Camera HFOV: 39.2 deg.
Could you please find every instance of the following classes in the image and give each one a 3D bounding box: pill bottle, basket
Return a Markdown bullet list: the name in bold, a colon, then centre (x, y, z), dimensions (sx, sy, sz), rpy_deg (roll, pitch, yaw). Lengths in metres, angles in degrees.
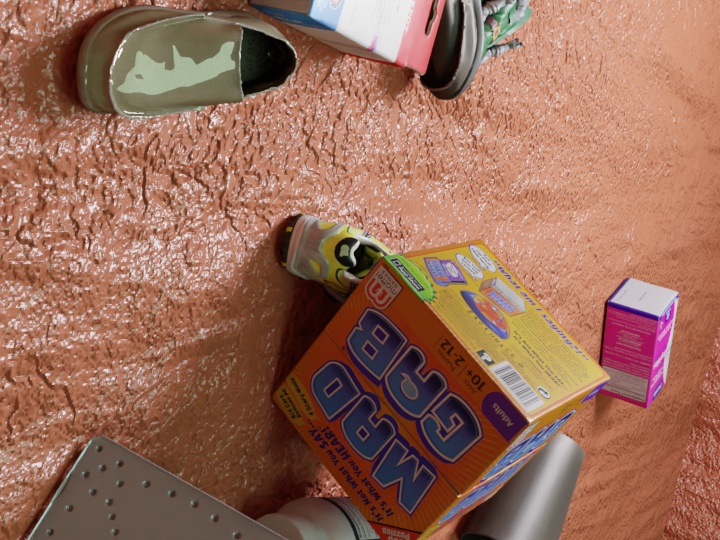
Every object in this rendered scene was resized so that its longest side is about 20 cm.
- **pill bottle**: centre (-0.034, 0.293, 1.050), dimensions (0.200, 0.110, 0.112), rpy_deg (19, 88, -57)
- **basket**: centre (0.251, 0.344, 1.517), dimensions (0.201, 0.135, 0.181), rpy_deg (-62, 151, -24)

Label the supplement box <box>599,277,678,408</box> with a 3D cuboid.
- **supplement box**: centre (0.506, 0.133, 1.846), dimensions (0.101, 0.103, 0.201), rpy_deg (-37, 135, -46)

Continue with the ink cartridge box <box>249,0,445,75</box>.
- **ink cartridge box**: centre (0.000, -0.252, 0.882), dimensions (0.200, 0.067, 0.117), rpy_deg (10, 97, -59)

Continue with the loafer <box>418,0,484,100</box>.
- **loafer**: centre (0.078, -0.272, 1.008), dimensions (0.071, 0.073, 0.202), rpy_deg (-13, 111, -43)

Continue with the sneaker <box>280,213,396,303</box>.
- **sneaker**: centre (0.000, 0.000, 0.997), dimensions (0.200, 0.076, 0.076), rpy_deg (16, 89, -60)

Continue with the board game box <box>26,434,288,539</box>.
- **board game box**: centre (-0.167, 0.255, 0.748), dimensions (0.201, 0.199, 0.026), rpy_deg (-60, 167, -19)

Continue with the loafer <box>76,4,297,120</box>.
- **loafer**: centre (-0.119, -0.155, 0.738), dimensions (0.200, 0.068, 0.076), rpy_deg (-29, 129, -49)

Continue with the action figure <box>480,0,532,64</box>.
- **action figure**: centre (0.153, -0.282, 1.130), dimensions (0.200, 0.054, 0.119), rpy_deg (-49, 144, -28)

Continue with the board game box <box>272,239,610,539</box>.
- **board game box**: centre (0.080, 0.115, 0.994), dimensions (0.199, 0.200, 0.200), rpy_deg (-11, 144, -55)
